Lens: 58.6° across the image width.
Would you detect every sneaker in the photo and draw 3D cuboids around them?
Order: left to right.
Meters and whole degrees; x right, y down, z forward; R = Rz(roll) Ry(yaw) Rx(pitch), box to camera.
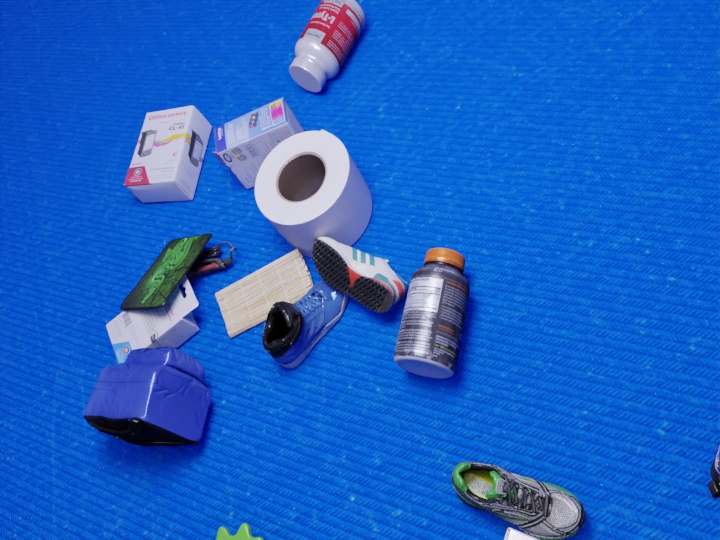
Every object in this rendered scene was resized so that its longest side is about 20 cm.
[{"bbox_3d":[-0.101,0.074,1.160,0.076,0.111,0.201,34,81,31],"label":"sneaker"},{"bbox_3d":[0.000,0.000,1.173,0.198,0.093,0.072,34,122,25],"label":"sneaker"},{"bbox_3d":[0.220,0.330,0.920,0.195,0.085,0.080,8,68,25],"label":"sneaker"}]

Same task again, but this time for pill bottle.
[{"bbox_3d":[-0.077,-0.507,1.431,0.110,0.112,0.204,20,74,29],"label":"pill bottle"},{"bbox_3d":[0.125,0.067,1.074,0.103,0.106,0.205,5,68,24],"label":"pill bottle"}]

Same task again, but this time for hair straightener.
[{"bbox_3d":[-0.343,-0.025,1.347,0.195,0.041,0.079,-18,59,20],"label":"hair straightener"}]

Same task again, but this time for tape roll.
[{"bbox_3d":[-0.088,-0.145,1.245,0.197,0.140,0.208,-9,61,17],"label":"tape roll"}]

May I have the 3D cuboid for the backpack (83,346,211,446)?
[{"bbox_3d":[-0.389,0.234,1.179,0.196,0.163,0.171,-11,51,31],"label":"backpack"}]

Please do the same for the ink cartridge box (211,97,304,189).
[{"bbox_3d":[-0.217,-0.259,1.354,0.195,0.137,0.078,-22,57,11],"label":"ink cartridge box"}]

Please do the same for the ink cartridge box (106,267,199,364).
[{"bbox_3d":[-0.404,0.103,1.296,0.198,0.068,0.117,-37,56,2],"label":"ink cartridge box"}]

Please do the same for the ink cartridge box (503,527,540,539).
[{"bbox_3d":[0.252,0.400,0.804,0.142,0.200,0.086,14,70,27],"label":"ink cartridge box"}]

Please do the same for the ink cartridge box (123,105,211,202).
[{"bbox_3d":[-0.442,-0.266,1.482,0.144,0.086,0.205,-2,66,21],"label":"ink cartridge box"}]

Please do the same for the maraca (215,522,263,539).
[{"bbox_3d":[-0.200,0.504,0.995,0.134,0.107,0.205,-13,61,16],"label":"maraca"}]

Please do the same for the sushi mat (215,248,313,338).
[{"bbox_3d":[-0.186,0.045,1.251,0.196,0.012,0.098,-27,77,8],"label":"sushi mat"}]

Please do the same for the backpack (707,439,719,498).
[{"bbox_3d":[0.555,0.233,0.791,0.188,0.154,0.204,23,81,38],"label":"backpack"}]

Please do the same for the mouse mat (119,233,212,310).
[{"bbox_3d":[-0.397,0.001,1.312,0.158,0.008,0.202,-6,43,39],"label":"mouse mat"}]
